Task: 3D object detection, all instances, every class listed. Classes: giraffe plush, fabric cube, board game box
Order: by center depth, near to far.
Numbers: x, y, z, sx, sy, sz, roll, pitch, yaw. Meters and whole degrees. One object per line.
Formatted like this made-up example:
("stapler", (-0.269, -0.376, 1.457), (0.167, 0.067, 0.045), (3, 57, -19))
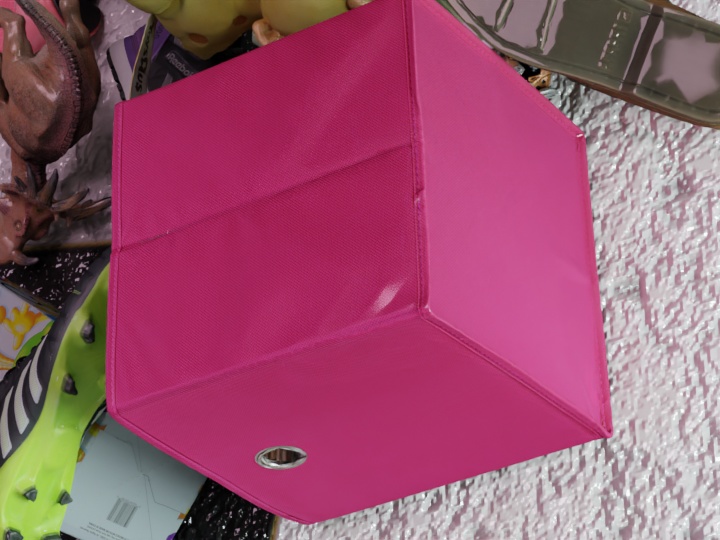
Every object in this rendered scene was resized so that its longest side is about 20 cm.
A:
("fabric cube", (0.000, 0.000, 1.232), (0.198, 0.196, 0.201), (-18, 58, 28))
("giraffe plush", (-0.054, -0.190, 1.344), (0.161, 0.172, 0.201), (8, 105, 23))
("board game box", (-0.192, 0.083, 1.398), (0.200, 0.105, 0.103), (28, 87, 42))

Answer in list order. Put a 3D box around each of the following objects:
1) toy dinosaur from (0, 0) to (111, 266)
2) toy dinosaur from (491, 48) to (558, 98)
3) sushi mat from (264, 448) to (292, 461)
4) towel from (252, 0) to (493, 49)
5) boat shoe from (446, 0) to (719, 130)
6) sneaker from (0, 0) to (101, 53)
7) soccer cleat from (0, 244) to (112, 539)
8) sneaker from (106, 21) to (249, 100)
("toy dinosaur", (-0.200, -0.101, 1.472), (0.200, 0.085, 0.136), (108, 153, -55))
("toy dinosaur", (0.114, -0.187, 1.310), (0.135, 0.102, 0.200), (33, 70, 1))
("sushi mat", (-0.077, 0.013, 1.354), (0.012, 0.095, 0.201), (-35, 46, 53))
("towel", (0.025, -0.172, 1.414), (0.200, 0.023, 0.153), (36, 91, 44))
("boat shoe", (0.127, -0.130, 1.236), (0.199, 0.068, 0.072), (32, 94, 14))
("sneaker", (-0.251, -0.226, 1.617), (0.087, 0.074, 0.201), (-33, 52, 22))
("soccer cleat", (-0.172, 0.065, 1.272), (0.081, 0.067, 0.201), (31, 97, 44))
("sneaker", (-0.096, -0.098, 1.438), (0.087, 0.076, 0.201), (-34, 52, 12))
